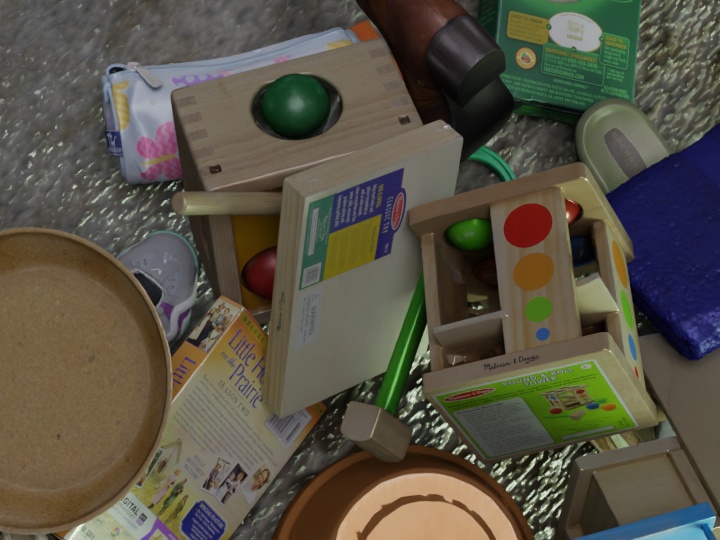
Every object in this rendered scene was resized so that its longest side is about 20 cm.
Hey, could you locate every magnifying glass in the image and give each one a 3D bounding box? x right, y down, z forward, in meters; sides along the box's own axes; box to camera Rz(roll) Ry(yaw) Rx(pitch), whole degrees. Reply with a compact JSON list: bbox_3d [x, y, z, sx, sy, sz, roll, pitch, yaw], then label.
[{"bbox_3d":[0.049,-0.101,1.585,0.080,0.022,0.200,-32,85,-13],"label":"magnifying glass"}]

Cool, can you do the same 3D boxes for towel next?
[{"bbox_3d":[0.267,-0.031,1.492,0.200,0.050,0.148,-32,58,-15],"label":"towel"}]

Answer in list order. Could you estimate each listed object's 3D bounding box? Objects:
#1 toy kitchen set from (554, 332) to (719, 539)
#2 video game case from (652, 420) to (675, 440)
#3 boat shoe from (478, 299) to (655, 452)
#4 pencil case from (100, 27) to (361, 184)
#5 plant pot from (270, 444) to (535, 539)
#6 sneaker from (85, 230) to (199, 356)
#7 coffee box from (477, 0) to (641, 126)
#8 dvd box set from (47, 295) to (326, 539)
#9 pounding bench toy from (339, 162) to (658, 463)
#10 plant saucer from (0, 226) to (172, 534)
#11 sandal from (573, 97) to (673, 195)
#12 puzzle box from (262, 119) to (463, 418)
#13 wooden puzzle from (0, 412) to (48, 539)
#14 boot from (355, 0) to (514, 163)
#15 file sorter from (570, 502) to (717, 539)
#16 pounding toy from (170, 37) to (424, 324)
[{"bbox_3d":[0.228,0.161,1.486,0.200,0.181,0.163,-11,49,-16],"label":"toy kitchen set"},{"bbox_3d":[0.328,0.059,1.581,0.200,0.022,0.183,10,77,-5],"label":"video game case"},{"bbox_3d":[0.142,0.065,1.541,0.076,0.072,0.200,-30,91,22],"label":"boat shoe"},{"bbox_3d":[-0.091,-0.122,1.538,0.200,0.083,0.091,-10,105,-10],"label":"pencil case"},{"bbox_3d":[0.036,0.212,1.452,0.200,0.140,0.200,1,77,-6],"label":"plant pot"},{"bbox_3d":[-0.175,0.049,1.461,0.078,0.140,0.200,32,77,0],"label":"sneaker"},{"bbox_3d":[0.153,-0.214,1.597,0.123,0.044,0.200,10,77,-19],"label":"coffee box"},{"bbox_3d":[-0.118,0.134,1.455,0.029,0.146,0.200,27,73,37],"label":"dvd box set"},{"bbox_3d":[0.079,0.032,1.403,0.200,0.124,0.156,-15,59,17],"label":"pounding bench toy"},{"bbox_3d":[-0.212,0.072,1.380,0.200,0.035,0.200,0,89,15],"label":"plant saucer"},{"bbox_3d":[0.232,-0.041,1.547,0.080,0.057,0.201,-43,94,-13],"label":"sandal"},{"bbox_3d":[0.000,0.000,1.423,0.133,0.200,0.025,-22,48,-31],"label":"puzzle box"},{"bbox_3d":[-0.327,0.146,1.435,0.200,0.037,0.185,-24,81,14],"label":"wooden puzzle"},{"bbox_3d":[0.019,-0.175,1.512,0.068,0.188,0.200,-41,71,-6],"label":"boot"},{"bbox_3d":[0.170,0.270,1.352,0.139,0.200,0.123,-13,50,-15],"label":"file sorter"},{"bbox_3d":[-0.048,-0.054,1.448,0.184,0.200,0.142,-15,52,-9],"label":"pounding toy"}]
